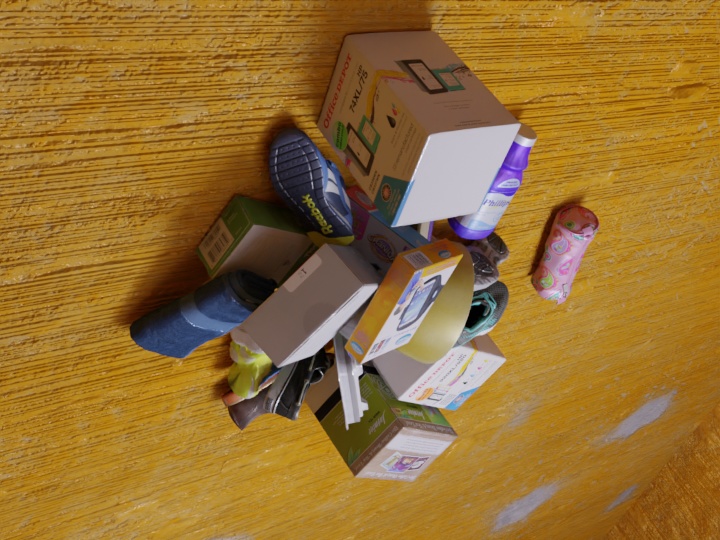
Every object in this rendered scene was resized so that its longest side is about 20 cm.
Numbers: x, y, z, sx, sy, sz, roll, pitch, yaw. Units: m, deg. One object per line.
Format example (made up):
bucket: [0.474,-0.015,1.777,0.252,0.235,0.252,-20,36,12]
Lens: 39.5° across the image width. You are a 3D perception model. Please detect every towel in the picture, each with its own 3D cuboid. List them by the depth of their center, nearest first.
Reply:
towel: [-0.212,0.062,1.377,0.199,0.049,0.111,-25,157,23]

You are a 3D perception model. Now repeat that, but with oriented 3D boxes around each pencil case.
pencil case: [0.382,-0.029,1.879,0.087,0.088,0.201,-20,143,-26]

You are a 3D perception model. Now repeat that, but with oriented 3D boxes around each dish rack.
dish rack: [-0.020,0.144,1.621,0.043,0.172,0.200,-8,144,0]

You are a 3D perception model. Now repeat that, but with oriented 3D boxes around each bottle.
bottle: [0.211,-0.141,1.581,0.083,0.065,0.201,-5,136,-39]

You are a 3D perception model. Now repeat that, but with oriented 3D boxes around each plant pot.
plant pot: [0.065,0.033,1.576,0.141,0.201,0.201,16,124,-23]

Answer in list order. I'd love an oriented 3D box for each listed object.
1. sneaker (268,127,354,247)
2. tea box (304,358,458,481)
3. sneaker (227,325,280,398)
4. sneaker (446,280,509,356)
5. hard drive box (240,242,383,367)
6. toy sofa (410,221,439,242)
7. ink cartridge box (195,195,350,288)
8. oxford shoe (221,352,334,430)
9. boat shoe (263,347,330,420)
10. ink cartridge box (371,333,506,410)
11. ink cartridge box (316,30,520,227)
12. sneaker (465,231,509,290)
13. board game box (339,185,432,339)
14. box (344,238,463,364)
sneaker: [-0.066,-0.119,1.341,0.073,0.083,0.201,-10,135,16]
tea box: [0.036,0.262,1.807,0.134,0.197,0.200,-47,148,16]
sneaker: [-0.150,0.104,1.558,0.105,0.076,0.201,-34,153,-46]
sneaker: [0.194,0.070,1.654,0.200,0.078,0.091,-37,176,-39]
hard drive box: [-0.055,0.044,1.348,0.156,0.077,0.200,-43,173,7]
toy sofa: [0.086,-0.116,1.458,0.097,0.083,0.201,-34,150,-27]
ink cartridge box: [-0.120,-0.032,1.401,0.199,0.059,0.104,11,127,-50]
oxford shoe: [-0.126,0.196,1.659,0.199,0.073,0.071,-25,-178,-9]
boat shoe: [-0.084,0.152,1.586,0.071,0.063,0.201,105,11,-53]
ink cartridge box: [0.129,0.143,1.792,0.147,0.145,0.200,-47,146,17]
ink cartridge box: [0.067,-0.182,1.257,0.145,0.200,0.147,-11,140,-33]
sneaker: [0.184,0.004,1.687,0.099,0.078,0.200,-45,175,31]
board game box: [0.000,0.000,1.473,0.040,0.153,0.200,-35,160,-56]
box: [0.055,0.051,1.400,0.119,0.041,0.201,-19,143,-49]
